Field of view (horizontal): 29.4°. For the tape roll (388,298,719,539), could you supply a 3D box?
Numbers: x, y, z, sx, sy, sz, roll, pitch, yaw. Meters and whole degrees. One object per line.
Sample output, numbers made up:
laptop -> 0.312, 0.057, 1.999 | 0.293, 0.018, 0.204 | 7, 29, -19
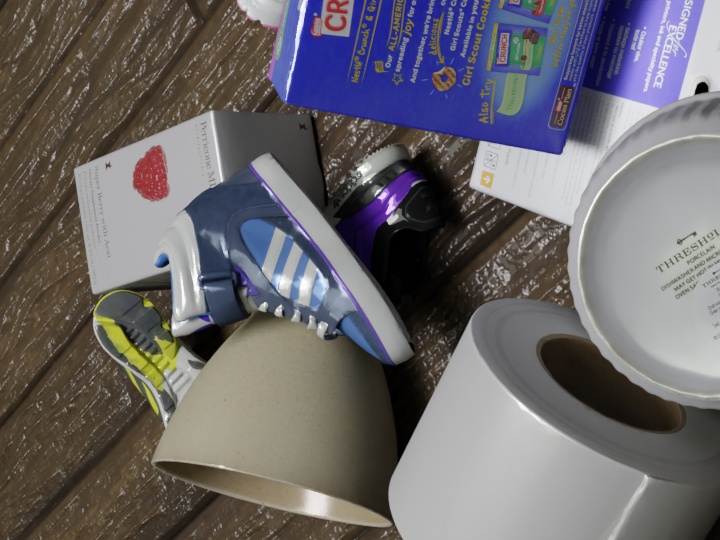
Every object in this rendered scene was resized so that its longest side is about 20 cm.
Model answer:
tape roll -> 0.136, 0.129, 0.908 | 0.203, 0.202, 0.140 | 41, 117, 34

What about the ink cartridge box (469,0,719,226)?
ink cartridge box -> 0.180, -0.122, 0.959 | 0.200, 0.043, 0.199 | 26, 110, 41

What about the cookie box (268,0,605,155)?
cookie box -> 0.055, -0.182, 0.907 | 0.075, 0.199, 0.172 | -125, 47, -66

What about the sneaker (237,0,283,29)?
sneaker -> -0.087, -0.309, 1.182 | 0.088, 0.081, 0.201 | -40, 74, 35

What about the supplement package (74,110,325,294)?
supplement package -> -0.141, -0.057, 1.210 | 0.199, 0.119, 0.122 | -16, 82, 42

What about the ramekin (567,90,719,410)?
ramekin -> 0.222, -0.009, 0.843 | 0.199, 0.105, 0.201 | 4, 100, 22

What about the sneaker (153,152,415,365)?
sneaker -> -0.069, 0.024, 1.049 | 0.146, 0.081, 0.200 | -38, 81, 3

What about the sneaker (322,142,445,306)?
sneaker -> 0.000, 0.000, 1.118 | 0.100, 0.069, 0.200 | 51, 126, 19

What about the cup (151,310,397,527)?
cup -> -0.053, 0.113, 1.111 | 0.200, 0.200, 0.144 | 0, 68, 43

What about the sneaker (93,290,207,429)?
sneaker -> -0.171, 0.096, 1.260 | 0.200, 0.074, 0.085 | 56, 171, -12
